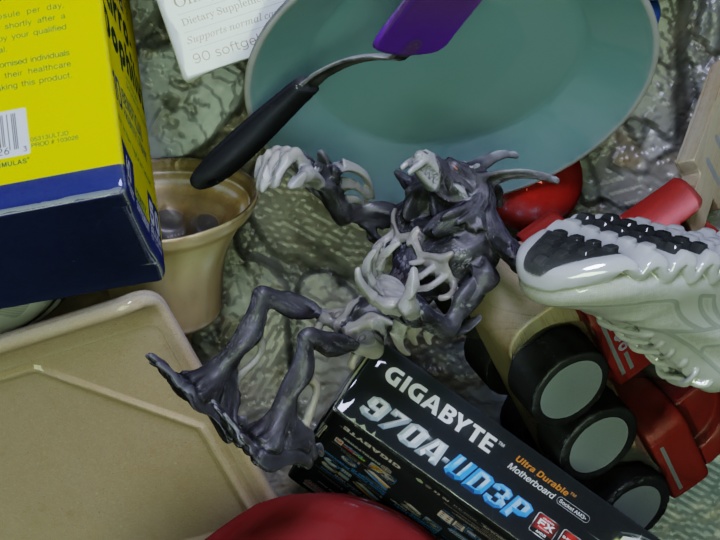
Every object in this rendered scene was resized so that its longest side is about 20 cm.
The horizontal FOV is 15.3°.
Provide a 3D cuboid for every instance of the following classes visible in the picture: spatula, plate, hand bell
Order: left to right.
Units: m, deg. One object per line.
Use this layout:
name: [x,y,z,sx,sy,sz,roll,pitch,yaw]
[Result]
hand bell: [-0.098,0.052,1.403,0.104,0.104,0.200,-3,116,1]
spatula: [-0.011,-0.089,1.244,0.200,0.056,0.021,-33,72,35]
plate: [0.042,-0.101,1.281,0.200,0.026,0.200,-7,144,-5]

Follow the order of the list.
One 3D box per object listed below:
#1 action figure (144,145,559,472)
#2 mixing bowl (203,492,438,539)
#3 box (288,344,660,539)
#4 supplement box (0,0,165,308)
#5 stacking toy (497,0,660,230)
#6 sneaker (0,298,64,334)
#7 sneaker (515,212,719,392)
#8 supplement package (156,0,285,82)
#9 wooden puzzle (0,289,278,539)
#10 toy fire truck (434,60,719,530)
action figure: [0.000,0.000,1.257,0.200,0.119,0.102,-45,137,-7]
mixing bowl: [-0.013,0.182,1.347,0.200,0.108,0.200,18,147,12]
box: [0.064,0.127,1.357,0.200,0.159,0.046,35,72,2]
supplement box: [-0.165,-0.096,1.295,0.109,0.109,0.200,-10,68,2]
stacking toy: [0.111,-0.112,1.355,0.085,0.085,0.200,16,108,-4]
sneaker: [-0.251,0.022,1.349,0.200,0.115,0.076,-7,104,17]
sneaker: [0.152,0.018,1.252,0.200,0.075,0.081,4,104,-39]
supplement package: [-0.061,-0.210,1.309,0.117,0.117,0.200,-18,103,6]
wooden puzzle: [-0.150,0.096,1.383,0.185,0.037,0.200,-17,131,15]
toy fire truck: [0.151,0.009,1.363,0.200,0.129,0.176,-35,138,-5]
